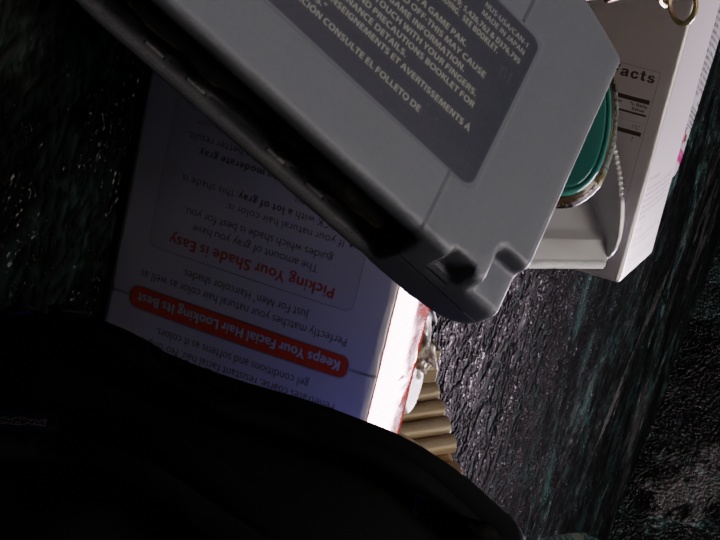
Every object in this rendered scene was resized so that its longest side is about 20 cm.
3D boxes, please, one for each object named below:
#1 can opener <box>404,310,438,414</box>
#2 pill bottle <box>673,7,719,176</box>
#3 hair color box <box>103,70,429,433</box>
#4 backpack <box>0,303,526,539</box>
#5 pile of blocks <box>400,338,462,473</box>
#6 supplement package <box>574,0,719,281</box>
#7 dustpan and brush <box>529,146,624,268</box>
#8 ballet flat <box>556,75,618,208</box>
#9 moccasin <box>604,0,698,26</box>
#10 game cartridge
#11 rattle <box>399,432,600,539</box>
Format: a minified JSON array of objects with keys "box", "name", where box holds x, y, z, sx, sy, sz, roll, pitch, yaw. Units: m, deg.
[{"box":[0.000,0.000,0.856,0.200,0.066,0.053,75,23,-48],"name":"can opener"},{"box":[0.215,-0.179,1.304,0.113,0.113,0.200,30,78,-74],"name":"pill bottle"},{"box":[-0.032,0.007,0.643,0.064,0.111,0.200,-28,134,-68],"name":"hair color box"},{"box":[-0.054,0.116,0.516,0.163,0.200,0.168,-44,148,-62],"name":"backpack"},{"box":[0.019,0.123,0.994,0.082,0.062,0.200,137,-56,-61],"name":"pile of blocks"},{"box":[0.156,-0.112,1.155,0.121,0.120,0.200,-26,132,-68],"name":"supplement package"},{"box":[0.105,-0.105,1.057,0.139,0.057,0.201,0,75,-33],"name":"dustpan and brush"},{"box":[0.099,-0.120,0.942,0.072,0.072,0.201,61,20,-69],"name":"ballet flat"},{"box":[0.151,-0.171,0.883,0.201,0.078,0.074,-18,125,-54],"name":"moccasin"},{"box":[-0.007,-0.093,0.535,0.041,0.200,0.133,-25,-149,47],"name":"game cartridge"},{"box":[0.020,0.139,0.796,0.130,0.200,0.143,-63,164,-17],"name":"rattle"}]
